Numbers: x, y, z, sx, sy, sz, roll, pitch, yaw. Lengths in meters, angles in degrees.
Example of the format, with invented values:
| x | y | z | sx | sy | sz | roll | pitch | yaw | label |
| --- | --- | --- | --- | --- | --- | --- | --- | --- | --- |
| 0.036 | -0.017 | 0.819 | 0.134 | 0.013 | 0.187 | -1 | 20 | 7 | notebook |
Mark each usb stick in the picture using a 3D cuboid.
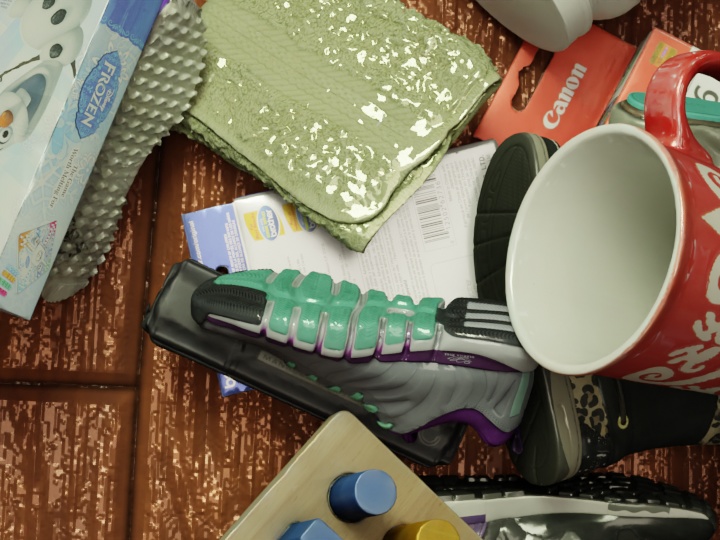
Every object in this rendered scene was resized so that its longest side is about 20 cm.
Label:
| x | y | z | sx | sy | sz | roll | pitch | yaw | label |
| --- | --- | --- | --- | --- | --- | --- | --- | --- | --- |
| -0.030 | 0.055 | 0.989 | 0.200 | 0.033 | 0.055 | 25 | 77 | -2 | usb stick |

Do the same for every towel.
| x | y | z | sx | sy | sz | roll | pitch | yaw | label |
| --- | --- | --- | --- | --- | --- | --- | --- | --- | --- |
| -0.028 | -0.115 | 1.012 | 0.200 | 0.036 | 0.148 | 35 | 82 | 24 | towel |

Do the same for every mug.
| x | y | z | sx | sy | sz | roll | pitch | yaw | label |
| --- | --- | --- | --- | --- | --- | --- | --- | --- | --- |
| 0.207 | -0.008 | 0.909 | 0.200 | 0.133 | 0.178 | 15 | 114 | -32 | mug |

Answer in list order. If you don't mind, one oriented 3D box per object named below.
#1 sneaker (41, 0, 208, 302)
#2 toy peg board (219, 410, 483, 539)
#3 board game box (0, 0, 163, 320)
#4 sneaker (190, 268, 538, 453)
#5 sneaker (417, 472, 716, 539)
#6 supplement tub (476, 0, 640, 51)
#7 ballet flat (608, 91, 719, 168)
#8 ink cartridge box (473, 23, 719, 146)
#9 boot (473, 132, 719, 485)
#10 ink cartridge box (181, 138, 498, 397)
| x | y | z | sx | sy | sz | roll | pitch | yaw | label |
| --- | --- | --- | --- | --- | --- | --- | --- | --- | --- |
| -0.173 | -0.090 | 0.999 | 0.100 | 0.070 | 0.200 | 34 | 101 | 22 | sneaker |
| 0.009 | 0.207 | 0.892 | 0.199 | 0.098 | 0.200 | 45 | 68 | -5 | toy peg board |
| -0.229 | -0.090 | 0.973 | 0.200 | 0.043 | 0.199 | 16 | 80 | 37 | board game box |
| -0.001 | 0.056 | 0.943 | 0.200 | 0.074 | 0.088 | 9 | 113 | 10 | sneaker |
| 0.111 | 0.170 | 1.008 | 0.200 | 0.076 | 0.088 | 0 | 95 | 3 | sneaker |
| 0.148 | -0.244 | 1.010 | 0.145 | 0.145 | 0.200 | 45 | 83 | 3 | supplement tub |
| 0.244 | -0.069 | 0.996 | 0.200 | 0.067 | 0.064 | 2 | 110 | -2 | ballet flat |
| 0.184 | -0.085 | 1.042 | 0.200 | 0.050 | 0.109 | 28 | 83 | 0 | ink cartridge box |
| 0.152 | 0.019 | 1.001 | 0.154 | 0.073 | 0.204 | -3 | 85 | -27 | boot |
| 0.000 | 0.000 | 1.029 | 0.200 | 0.042 | 0.119 | -13 | 87 | -6 | ink cartridge box |
